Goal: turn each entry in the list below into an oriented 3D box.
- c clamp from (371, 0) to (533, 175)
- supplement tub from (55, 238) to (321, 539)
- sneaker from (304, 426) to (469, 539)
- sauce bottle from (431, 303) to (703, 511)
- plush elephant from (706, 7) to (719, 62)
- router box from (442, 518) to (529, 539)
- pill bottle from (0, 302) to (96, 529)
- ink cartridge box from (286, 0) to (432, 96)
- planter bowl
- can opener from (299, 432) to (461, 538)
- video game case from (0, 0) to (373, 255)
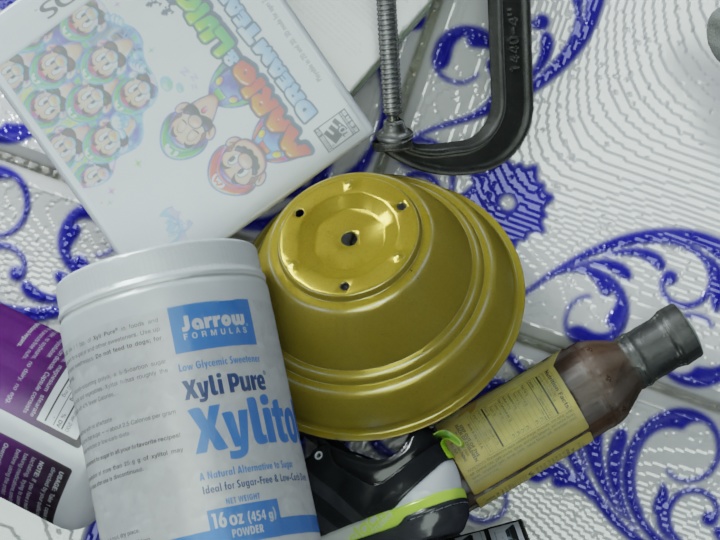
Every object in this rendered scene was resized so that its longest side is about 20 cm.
[{"bbox_3d":[0.038,-0.154,1.261,0.170,0.027,0.201,-16,107,-24],"label":"c clamp"},{"bbox_3d":[-0.103,0.094,1.154,0.131,0.132,0.201,-13,80,0],"label":"supplement tub"},{"bbox_3d":[-0.024,0.147,1.230,0.199,0.072,0.083,-16,80,13],"label":"sneaker"},{"bbox_3d":[0.132,0.090,1.274,0.199,0.065,0.065,-29,89,-2],"label":"sauce bottle"},{"bbox_3d":[0.311,-0.122,1.238,0.154,0.200,0.166,-12,96,18],"label":"plush elephant"},{"bbox_3d":[0.056,0.277,1.246,0.156,0.052,0.201,-14,107,0],"label":"router box"},{"bbox_3d":[-0.213,0.094,1.251,0.199,0.112,0.113,27,89,1],"label":"pill bottle"},{"bbox_3d":[-0.005,-0.225,1.291,0.145,0.048,0.200,41,83,1],"label":"ink cartridge box"},{"bbox_3d":[0.000,0.000,1.219,0.199,0.084,0.201,-7,55,9],"label":"planter bowl"},{"bbox_3d":[0.007,0.140,1.278,0.199,0.053,0.067,30,90,0],"label":"can opener"},{"bbox_3d":[-0.120,-0.118,1.231,0.182,0.024,0.200,-35,96,1],"label":"video game case"}]
